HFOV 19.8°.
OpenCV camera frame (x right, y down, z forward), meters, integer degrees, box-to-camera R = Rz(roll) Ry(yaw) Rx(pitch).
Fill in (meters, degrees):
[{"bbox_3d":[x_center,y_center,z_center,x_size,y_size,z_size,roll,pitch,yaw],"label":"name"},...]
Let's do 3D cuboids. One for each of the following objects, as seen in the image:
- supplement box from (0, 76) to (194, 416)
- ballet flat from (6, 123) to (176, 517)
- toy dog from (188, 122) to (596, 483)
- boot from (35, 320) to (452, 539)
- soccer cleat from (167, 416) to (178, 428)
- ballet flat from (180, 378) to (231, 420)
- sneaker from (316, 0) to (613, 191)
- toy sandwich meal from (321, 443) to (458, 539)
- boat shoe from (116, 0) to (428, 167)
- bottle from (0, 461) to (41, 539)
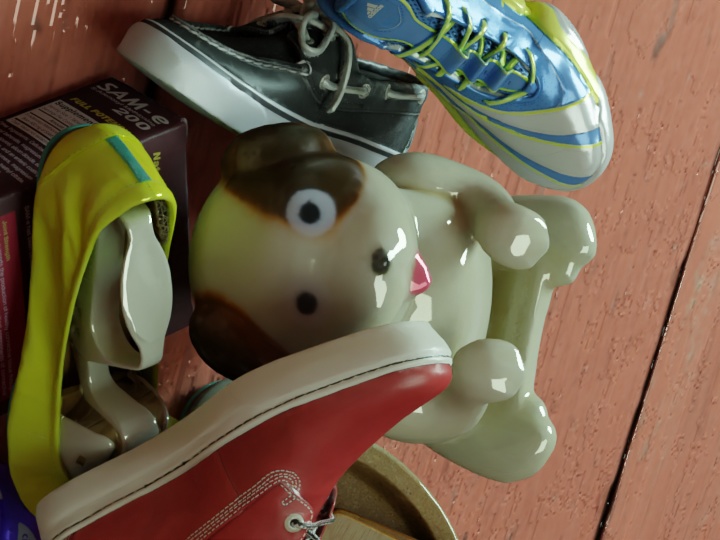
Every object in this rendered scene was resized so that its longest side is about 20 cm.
[{"bbox_3d":[-0.165,0.004,0.872,0.199,0.061,0.109,-25,131,-35],"label":"supplement box"},{"bbox_3d":[-0.107,0.037,0.855,0.067,0.067,0.201,-20,130,-39],"label":"ballet flat"},{"bbox_3d":[0.000,0.000,0.931,0.200,0.193,0.140,23,87,-65],"label":"toy dog"},{"bbox_3d":[-0.027,0.118,0.819,0.199,0.145,0.072,-33,160,23],"label":"boot"},{"bbox_3d":[-0.082,0.152,1.047,0.065,0.083,0.201,-84,153,-45],"label":"soccer cleat"},{"bbox_3d":[-0.017,0.112,1.094,0.068,0.064,0.200,-56,140,-4],"label":"ballet flat"},{"bbox_3d":[0.033,-0.106,0.935,0.076,0.200,0.105,-35,-174,36],"label":"sneaker"},{"bbox_3d":[-0.027,0.162,0.907,0.203,0.070,0.207,1,85,-12],"label":"toy sandwich meal"},{"bbox_3d":[-0.031,-0.091,0.947,0.199,0.073,0.068,20,102,-51],"label":"boat shoe"},{"bbox_3d":[-0.185,0.123,0.920,0.199,0.065,0.084,2,110,-47],"label":"bottle"}]
